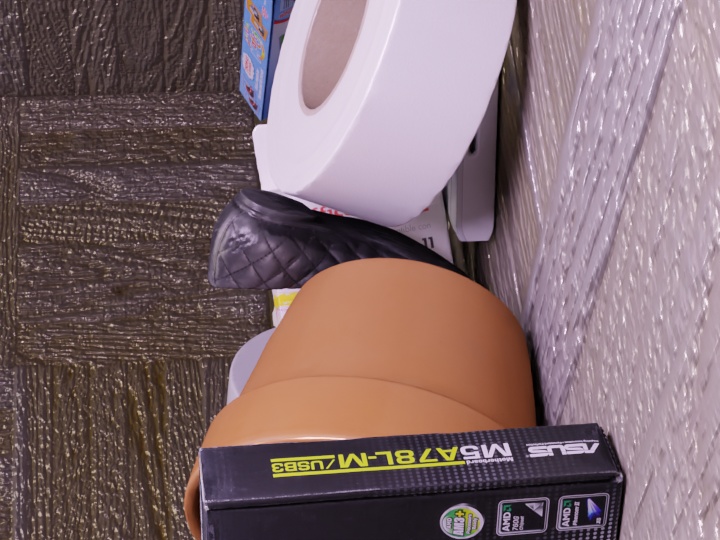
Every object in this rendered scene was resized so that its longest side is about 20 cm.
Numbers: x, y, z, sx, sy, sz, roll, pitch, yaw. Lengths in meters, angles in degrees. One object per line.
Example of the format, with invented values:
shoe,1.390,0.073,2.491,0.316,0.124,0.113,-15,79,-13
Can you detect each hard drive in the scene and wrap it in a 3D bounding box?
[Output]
hard drive,0.058,-0.117,1.196,0.200,0.026,0.133,-106,15,-67

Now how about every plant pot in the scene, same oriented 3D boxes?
plant pot,0.015,0.089,1.006,0.201,0.198,0.141,97,-174,-55

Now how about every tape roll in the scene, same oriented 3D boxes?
tape roll,0.015,-0.132,1.068,0.202,0.070,0.205,-163,90,-71

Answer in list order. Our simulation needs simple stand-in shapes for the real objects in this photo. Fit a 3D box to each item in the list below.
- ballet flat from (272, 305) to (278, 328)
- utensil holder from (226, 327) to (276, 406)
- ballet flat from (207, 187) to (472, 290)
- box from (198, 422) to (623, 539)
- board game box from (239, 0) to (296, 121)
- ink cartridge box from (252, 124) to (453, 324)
ballet flat,-0.032,0.031,1.356,0.200,0.069,0.070,100,168,-86
utensil holder,-0.033,0.168,1.531,0.171,0.168,0.202,-102,14,-57
ballet flat,-0.003,0.002,1.086,0.057,0.199,0.066,-63,32,14
box,0.020,0.168,0.881,0.048,0.191,0.202,-108,18,-56
board game box,-0.013,-0.193,1.291,0.037,0.151,0.200,53,165,13
ink cartridge box,0.000,0.000,1.178,0.067,0.116,0.202,-121,21,-80
